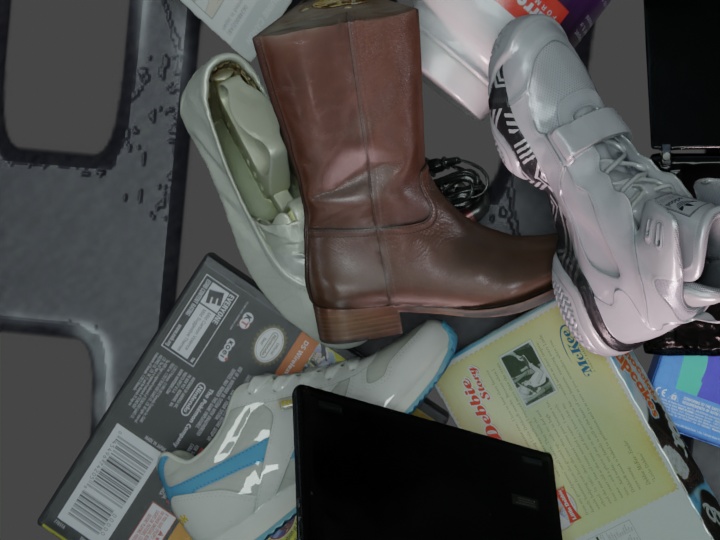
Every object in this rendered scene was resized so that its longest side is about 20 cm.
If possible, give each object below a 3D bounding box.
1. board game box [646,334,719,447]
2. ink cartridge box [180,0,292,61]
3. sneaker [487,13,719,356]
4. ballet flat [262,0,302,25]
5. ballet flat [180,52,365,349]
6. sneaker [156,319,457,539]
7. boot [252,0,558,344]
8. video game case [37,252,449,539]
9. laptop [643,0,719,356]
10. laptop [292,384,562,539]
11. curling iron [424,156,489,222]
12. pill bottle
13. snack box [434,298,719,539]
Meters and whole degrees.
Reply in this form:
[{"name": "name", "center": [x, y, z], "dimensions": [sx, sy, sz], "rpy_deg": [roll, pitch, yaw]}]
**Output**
[{"name": "board game box", "center": [0.269, 0.019, 1.140], "dimensions": [0.151, 0.045, 0.202], "rpy_deg": [19, 91, 5]}, {"name": "ink cartridge box", "center": [-0.089, -0.252, 1.121], "dimensions": [0.200, 0.047, 0.160], "rpy_deg": [44, 126, 8]}, {"name": "sneaker", "center": [0.146, -0.054, 1.038], "dimensions": [0.075, 0.114, 0.202], "rpy_deg": [-23, 97, -37]}, {"name": "ballet flat", "center": [-0.009, -0.108, 1.151], "dimensions": [0.073, 0.073, 0.201], "rpy_deg": [-30, 82, 3]}, {"name": "ballet flat", "center": [-0.050, -0.046, 1.133], "dimensions": [0.069, 0.069, 0.201], "rpy_deg": [-31, 76, 3]}, {"name": "sneaker", "center": [-0.030, 0.087, 1.106], "dimensions": [0.199, 0.077, 0.081], "rpy_deg": [-38, 84, 1]}, {"name": "boot", "center": [0.042, -0.072, 1.078], "dimensions": [0.184, 0.064, 0.202], "rpy_deg": [-13, 104, -13]}, {"name": "video game case", "center": [-0.073, 0.122, 1.160], "dimensions": [0.180, 0.026, 0.201], "rpy_deg": [33, 95, 0]}, {"name": "laptop", "center": [0.255, -0.060, 1.116], "dimensions": [0.175, 0.104, 0.202], "rpy_deg": [0, 114, 5]}, {"name": "laptop", "center": [0.014, 0.196, 1.056], "dimensions": [0.186, 0.116, 0.202], "rpy_deg": [18, 54, -32]}, {"name": "curling iron", "center": [0.000, 0.000, 1.171], "dimensions": [0.200, 0.026, 0.050], "rpy_deg": [-41, 65, 7]}, {"name": "pill bottle", "center": [0.104, -0.192, 1.121], "dimensions": [0.112, 0.112, 0.201], "rpy_deg": [37, 92, 4]}, {"name": "snack box", "center": [0.137, 0.119, 1.129], "dimensions": [0.116, 0.037, 0.201], "rpy_deg": [-30, 87, 30]}]
